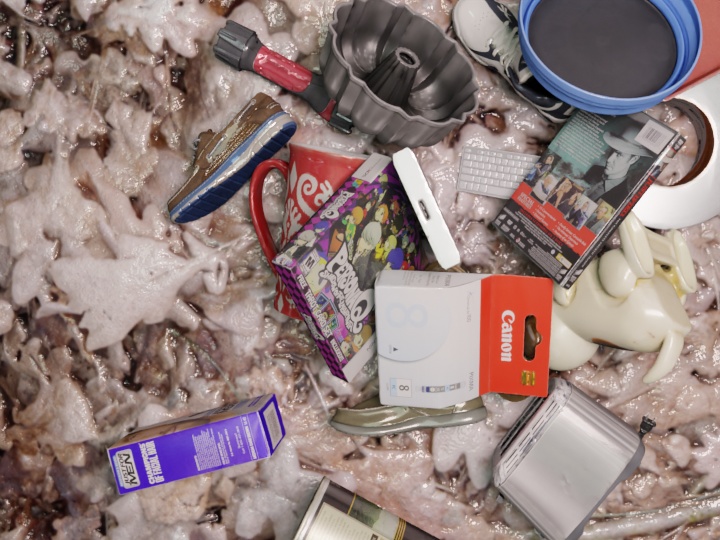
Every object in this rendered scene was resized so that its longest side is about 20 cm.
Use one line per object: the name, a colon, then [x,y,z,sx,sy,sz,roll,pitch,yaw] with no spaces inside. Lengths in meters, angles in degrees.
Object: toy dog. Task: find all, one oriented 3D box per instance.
toy dog: [0.283,0.050,1.017,0.199,0.138,0.197,-30,65,43]

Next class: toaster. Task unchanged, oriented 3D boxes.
toaster: [0.249,0.222,1.051,0.129,0.114,0.201,37,101,4]

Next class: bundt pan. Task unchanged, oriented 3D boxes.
bundt pan: [0.039,-0.223,1.016,0.201,0.202,0.076,40,136,1]

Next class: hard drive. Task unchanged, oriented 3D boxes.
hard drive: [0.077,-0.074,1.001,0.026,0.200,0.133,-24,93,6]

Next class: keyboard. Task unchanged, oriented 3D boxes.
keyboard: [0.209,-0.109,1.043,0.198,0.011,0.057,13,93,30]

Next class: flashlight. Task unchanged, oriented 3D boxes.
flashlight: [-0.085,-0.242,1.070,0.198,0.068,0.068,28,130,-2]

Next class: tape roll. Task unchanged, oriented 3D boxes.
tape roll: [0.362,-0.151,1.038,0.197,0.066,0.204,0,95,6]

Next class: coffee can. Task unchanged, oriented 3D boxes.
coffee can: [0.009,0.366,1.067,0.198,0.146,0.148,27,96,3]

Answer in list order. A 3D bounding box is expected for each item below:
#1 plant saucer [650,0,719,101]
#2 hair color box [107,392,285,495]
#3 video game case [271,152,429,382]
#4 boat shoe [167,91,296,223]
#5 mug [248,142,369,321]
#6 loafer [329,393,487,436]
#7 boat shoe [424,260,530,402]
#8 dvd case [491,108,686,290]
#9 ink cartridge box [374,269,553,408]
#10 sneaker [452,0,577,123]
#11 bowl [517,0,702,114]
plant saucer: [0.370,-0.302,0.999,0.198,0.037,0.201,-28,68,-4]
hair color box: [-0.203,0.216,1.097,0.197,0.109,0.066,-17,92,6]
video game case: [0.000,0.000,0.996,0.036,0.201,0.182,20,58,38]
boat shoe: [-0.173,-0.141,1.094,0.199,0.072,0.073,-40,78,4]
mug: [-0.050,-0.049,1.073,0.132,0.177,0.203,2,101,-37]
loafer: [0.058,0.167,1.093,0.197,0.075,0.071,-7,82,1]
boat shoe: [0.145,0.071,1.074,0.074,0.066,0.201,-33,94,15]
dvd case: [0.248,-0.096,0.969,0.022,0.146,0.201,25,106,-38]
ink cartridge box: [0.117,0.084,0.993,0.197,0.047,0.162,3,117,12]
sneaker: [0.188,-0.257,1.015,0.079,0.130,0.200,-39,90,5]
bowl: [0.266,-0.258,0.941,0.197,0.039,0.203,1,66,-2]
